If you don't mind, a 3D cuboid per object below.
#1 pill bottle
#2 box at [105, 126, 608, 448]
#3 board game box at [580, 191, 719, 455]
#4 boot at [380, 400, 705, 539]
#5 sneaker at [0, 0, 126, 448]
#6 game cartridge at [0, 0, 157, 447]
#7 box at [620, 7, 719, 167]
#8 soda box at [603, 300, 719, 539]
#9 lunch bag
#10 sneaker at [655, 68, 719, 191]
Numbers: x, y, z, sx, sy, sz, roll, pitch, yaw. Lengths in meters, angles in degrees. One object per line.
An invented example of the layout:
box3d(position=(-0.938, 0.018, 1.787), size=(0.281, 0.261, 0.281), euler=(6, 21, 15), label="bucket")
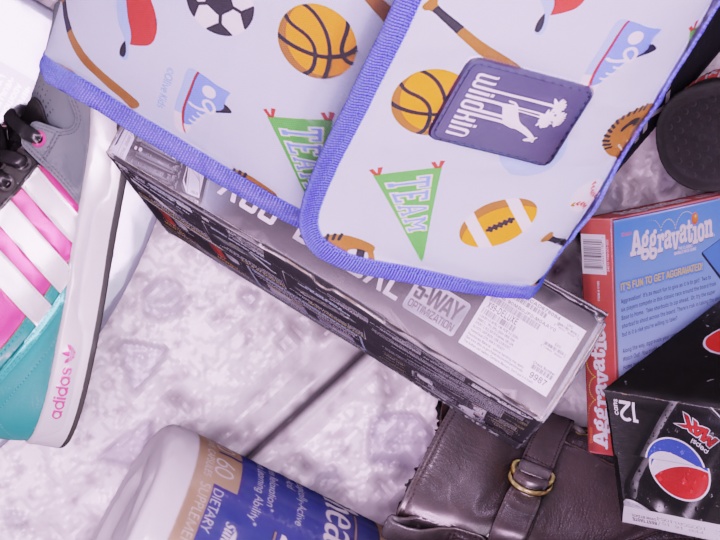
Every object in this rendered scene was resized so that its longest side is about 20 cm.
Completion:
box3d(position=(-0.026, 0.162, 0.754), size=(0.199, 0.111, 0.111), euler=(28, 91, -13), label="pill bottle")
box3d(position=(0.000, 0.000, 0.687), size=(0.199, 0.158, 0.050), euler=(31, 83, 8), label="box")
box3d(position=(0.168, 0.015, 0.762), size=(0.199, 0.019, 0.104), euler=(-11, 102, -47), label="board game box")
box3d(position=(0.119, 0.091, 0.782), size=(0.173, 0.200, 0.069), euler=(26, 131, 14), label="boot")
box3d(position=(-0.168, -0.028, 0.689), size=(0.120, 0.084, 0.201), euler=(8, 96, -21), label="sneaker")
box3d(position=(-0.169, -0.020, 0.746), size=(0.133, 0.040, 0.201), euler=(30, 91, -9), label="game cartridge")
box3d(position=(0.116, -0.123, 0.698), size=(0.049, 0.200, 0.161), euler=(38, 77, 20), label="box")
box3d(position=(0.189, 0.045, 0.720), size=(0.200, 0.070, 0.064), euler=(-29, 115, -44), label="soda box")
box3d(position=(0.011, -0.099, 0.551), size=(0.199, 0.124, 0.170), euler=(31, 128, 4), label="lunch bag")
box3d(position=(0.243, -0.082, 0.743), size=(0.200, 0.108, 0.068), euler=(-6, 104, 29), label="sneaker")
